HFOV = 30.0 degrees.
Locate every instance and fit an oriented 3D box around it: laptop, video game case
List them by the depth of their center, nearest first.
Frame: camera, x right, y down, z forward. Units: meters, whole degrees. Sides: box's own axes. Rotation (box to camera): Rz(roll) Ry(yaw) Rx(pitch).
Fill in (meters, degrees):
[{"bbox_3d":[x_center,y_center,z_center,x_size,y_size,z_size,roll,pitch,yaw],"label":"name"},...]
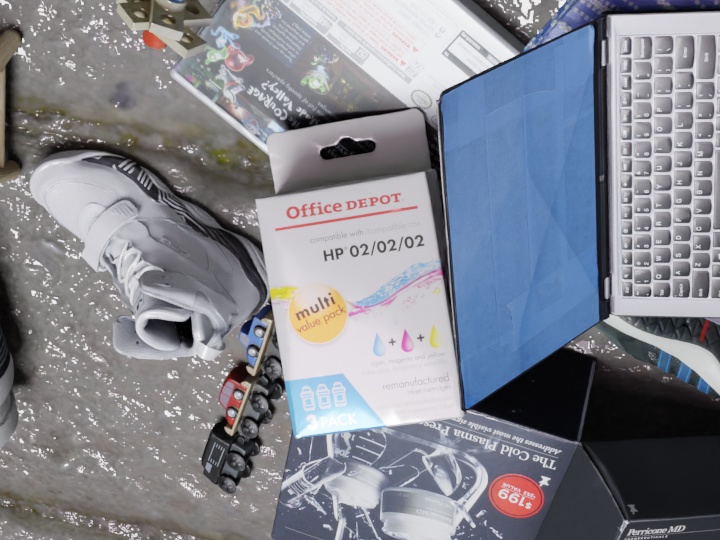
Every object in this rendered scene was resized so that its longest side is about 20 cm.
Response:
[{"bbox_3d":[0.153,-0.029,0.709,0.199,0.116,0.188,1,120,14],"label":"laptop"},{"bbox_3d":[-0.003,-0.134,0.909,0.200,0.023,0.182,39,123,-9],"label":"video game case"}]

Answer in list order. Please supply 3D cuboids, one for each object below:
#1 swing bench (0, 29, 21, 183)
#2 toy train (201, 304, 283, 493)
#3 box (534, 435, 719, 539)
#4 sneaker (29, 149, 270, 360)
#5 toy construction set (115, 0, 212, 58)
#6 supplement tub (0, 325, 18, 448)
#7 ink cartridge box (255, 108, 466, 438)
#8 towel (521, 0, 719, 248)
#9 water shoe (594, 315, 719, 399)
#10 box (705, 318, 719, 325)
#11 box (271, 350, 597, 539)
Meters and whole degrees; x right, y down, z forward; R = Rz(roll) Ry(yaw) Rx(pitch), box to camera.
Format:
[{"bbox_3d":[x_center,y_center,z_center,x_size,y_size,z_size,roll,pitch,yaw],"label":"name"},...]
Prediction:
[{"bbox_3d":[-0.370,-0.097,0.936,0.198,0.200,0.130,14,123,8],"label":"swing bench"},{"bbox_3d":[-0.090,0.100,1.073,0.046,0.034,0.200,31,126,12],"label":"toy train"},{"bbox_3d":[0.231,0.190,0.946,0.200,0.079,0.141,1,130,-23],"label":"box"},{"bbox_3d":[-0.165,-0.009,0.978,0.200,0.115,0.075,31,124,-3],"label":"sneaker"},{"bbox_3d":[-0.106,-0.240,0.841,0.131,0.092,0.200,29,113,-2],"label":"toy construction set"},{"bbox_3d":[-0.356,0.051,1.058,0.140,0.140,0.200,0,120,17],"label":"supplement tub"},{"bbox_3d":[0.000,0.000,0.882,0.115,0.068,0.201,-9,93,9],"label":"ink cartridge box"},{"bbox_3d":[0.177,-0.114,0.731,0.145,0.024,0.200,37,123,-5],"label":"towel"},{"bbox_3d":[0.227,0.041,0.926,0.200,0.072,0.079,32,168,-21],"label":"water shoe"},{"bbox_3d":[0.228,-0.052,0.831,0.200,0.115,0.132,24,125,2],"label":"box"},{"bbox_3d":[0.052,0.136,1.007,0.200,0.104,0.182,17,125,7],"label":"box"}]
